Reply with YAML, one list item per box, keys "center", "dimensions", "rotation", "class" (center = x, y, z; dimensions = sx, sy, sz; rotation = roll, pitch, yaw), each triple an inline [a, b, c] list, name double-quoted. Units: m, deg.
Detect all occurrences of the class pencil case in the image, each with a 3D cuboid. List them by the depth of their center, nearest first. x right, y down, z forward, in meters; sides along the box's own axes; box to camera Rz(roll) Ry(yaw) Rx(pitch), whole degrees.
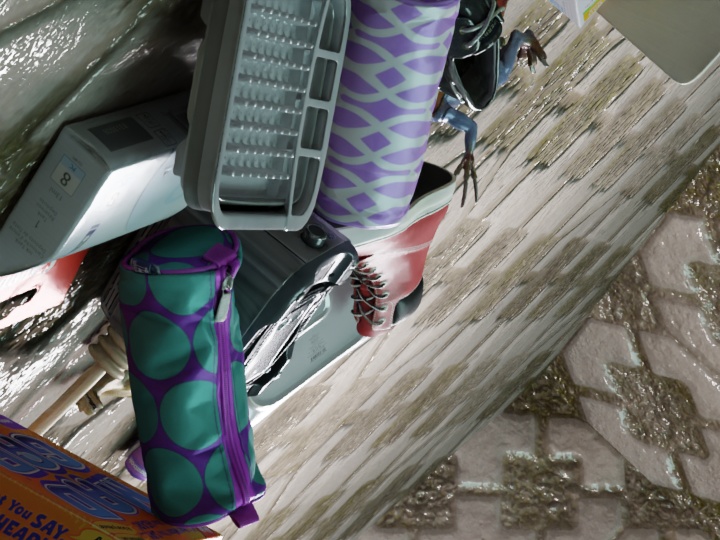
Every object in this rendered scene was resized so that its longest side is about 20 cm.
- center: [-0.115, 0.074, 1.489]
  dimensions: [0.085, 0.092, 0.201]
  rotation: [-23, 115, -42]
  class: "pencil case"
- center: [0.014, -0.128, 1.527]
  dimensions: [0.084, 0.086, 0.200]
  rotation: [3, 120, -20]
  class: "pencil case"

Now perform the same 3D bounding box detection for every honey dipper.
- center: [-0.237, 0.111, 1.669]
  dimensions: [0.200, 0.038, 0.038]
  rotation: [-45, 169, 3]
  class: "honey dipper"

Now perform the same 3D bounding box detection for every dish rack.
- center: [-0.064, -0.113, 1.364]
  dimensions: [0.200, 0.043, 0.172]
  rotation: [-5, 106, -74]
  class: "dish rack"

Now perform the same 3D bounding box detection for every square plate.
- center: [-0.055, 0.020, 1.762]
  dimensions: [0.200, 0.028, 0.199]
  rotation: [-36, 131, -30]
  class: "square plate"

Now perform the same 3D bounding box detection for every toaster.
- center: [-0.103, 0.016, 1.584]
  dimensions: [0.114, 0.129, 0.200]
  rotation: [-30, 160, -53]
  class: "toaster"

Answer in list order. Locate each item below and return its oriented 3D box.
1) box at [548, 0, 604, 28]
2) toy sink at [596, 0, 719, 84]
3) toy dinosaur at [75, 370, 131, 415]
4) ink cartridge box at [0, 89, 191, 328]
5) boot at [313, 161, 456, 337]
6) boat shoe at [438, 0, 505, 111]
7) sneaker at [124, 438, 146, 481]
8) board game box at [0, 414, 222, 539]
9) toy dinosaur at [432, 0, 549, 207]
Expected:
- center: [0.151, -0.269, 1.574]
  dimensions: [0.101, 0.112, 0.200]
  rotation: [-48, 169, 1]
  class: "box"
- center: [0.238, -0.255, 1.723]
  dimensions: [0.130, 0.200, 0.112]
  rotation: [-50, 168, 13]
  class: "toy sink"
- center: [-0.186, 0.087, 1.776]
  dimensions: [0.101, 0.058, 0.200]
  rotation: [-32, 169, 6]
  class: "toy dinosaur"
- center: [-0.178, -0.020, 1.388]
  dimensions: [0.200, 0.047, 0.160]
  rotation: [-55, 167, 27]
  class: "ink cartridge box"
- center: [0.000, 0.000, 1.718]
  dimensions: [0.200, 0.072, 0.145]
  rotation: [-20, 131, -54]
  class: "boot"
- center: [0.078, -0.193, 1.610]
  dimensions: [0.072, 0.071, 0.200]
  rotation: [-46, 155, -14]
  class: "boat shoe"
- center: [-0.166, 0.150, 1.980]
  dimensions: [0.114, 0.073, 0.201]
  rotation: [-41, 168, -13]
  class: "sneaker"
- center: [-0.249, 0.233, 1.504]
  dimensions: [0.200, 0.200, 0.200]
  rotation: [-64, 168, 2]
  class: "board game box"
- center: [0.060, -0.161, 1.816]
  dimensions: [0.181, 0.105, 0.201]
  rotation: [-23, 120, -34]
  class: "toy dinosaur"
